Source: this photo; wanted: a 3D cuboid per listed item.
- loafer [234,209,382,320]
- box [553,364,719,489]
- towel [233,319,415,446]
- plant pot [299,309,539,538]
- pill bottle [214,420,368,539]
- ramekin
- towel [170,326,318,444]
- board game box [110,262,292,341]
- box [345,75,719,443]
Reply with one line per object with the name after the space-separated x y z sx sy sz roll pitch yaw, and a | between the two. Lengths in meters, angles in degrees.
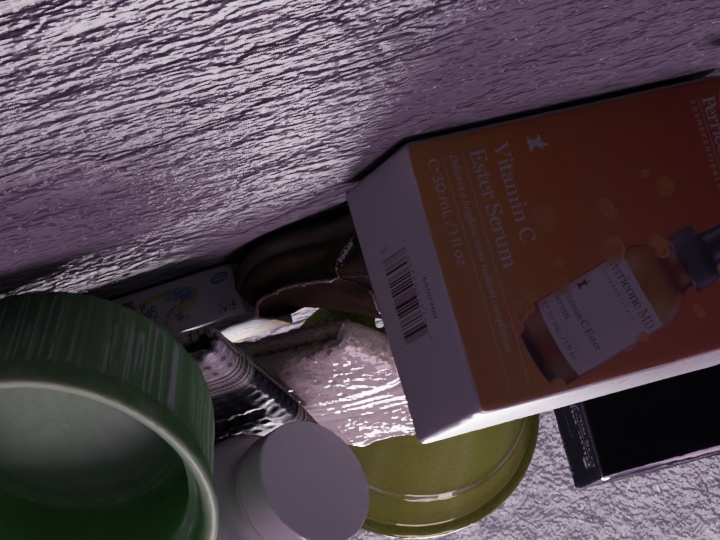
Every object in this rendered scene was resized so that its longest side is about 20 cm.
0.000 0.000 1.542 0.073 0.072 0.200 -9 170 -44 | loafer
0.182 0.040 1.756 0.117 0.197 0.200 -15 173 -1 | box
-0.025 0.077 1.673 0.132 0.035 0.200 24 156 -35 | towel
0.045 0.065 1.816 0.199 0.201 0.190 -14 160 -13 | plant pot
-0.084 0.172 1.641 0.111 0.112 0.200 -10 161 -42 | pill bottle
-0.178 0.108 1.500 0.199 0.200 0.098 -18 -145 17 | ramekin
-0.145 0.095 1.625 0.199 0.035 0.193 -17 155 13 | towel
-0.156 0.044 1.687 0.199 0.034 0.134 -17 172 11 | board game box
0.116 -0.007 1.426 0.199 0.153 0.106 -14 172 -20 | box
